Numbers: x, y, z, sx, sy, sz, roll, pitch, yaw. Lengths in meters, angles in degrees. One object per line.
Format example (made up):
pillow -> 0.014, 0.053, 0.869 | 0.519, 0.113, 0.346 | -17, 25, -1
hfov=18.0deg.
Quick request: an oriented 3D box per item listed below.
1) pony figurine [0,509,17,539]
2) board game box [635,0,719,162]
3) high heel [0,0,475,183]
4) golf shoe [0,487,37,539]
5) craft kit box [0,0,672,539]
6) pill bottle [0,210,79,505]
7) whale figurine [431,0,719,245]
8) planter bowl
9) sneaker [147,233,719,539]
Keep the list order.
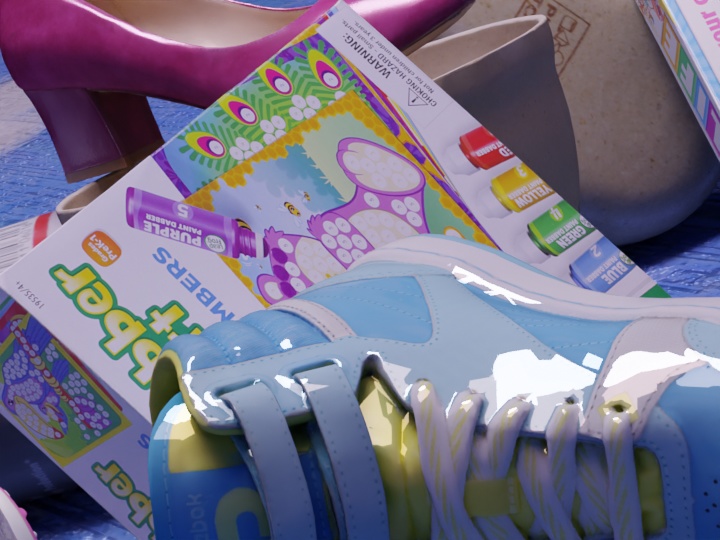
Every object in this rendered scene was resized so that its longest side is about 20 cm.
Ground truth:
pony figurine -> -0.139, 0.150, 0.591 | 0.193, 0.167, 0.200 | -15, 31, 35
board game box -> 0.200, -0.098, 0.949 | 0.134, 0.034, 0.200 | -19, 62, -6
high heel -> -0.054, -0.105, 0.878 | 0.200, 0.096, 0.067 | -16, 10, 34
golf shoe -> -0.214, 0.121, 0.843 | 0.200, 0.075, 0.092 | -9, 23, 31
craft kit box -> 0.011, 0.033, 0.676 | 0.198, 0.200, 0.049 | -46, -3, -46
pill bottle -> -0.194, 0.055, 0.952 | 0.200, 0.114, 0.114 | -17, 17, 5
whale figurine -> 0.074, -0.095, 1.030 | 0.159, 0.200, 0.104 | -60, 12, -9
planter bowl -> 0.000, 0.000, 0.874 | 0.200, 0.135, 0.200 | -20, 9, 4
sneaker -> 0.028, 0.052, 0.535 | 0.130, 0.080, 0.200 | -20, 21, -37
